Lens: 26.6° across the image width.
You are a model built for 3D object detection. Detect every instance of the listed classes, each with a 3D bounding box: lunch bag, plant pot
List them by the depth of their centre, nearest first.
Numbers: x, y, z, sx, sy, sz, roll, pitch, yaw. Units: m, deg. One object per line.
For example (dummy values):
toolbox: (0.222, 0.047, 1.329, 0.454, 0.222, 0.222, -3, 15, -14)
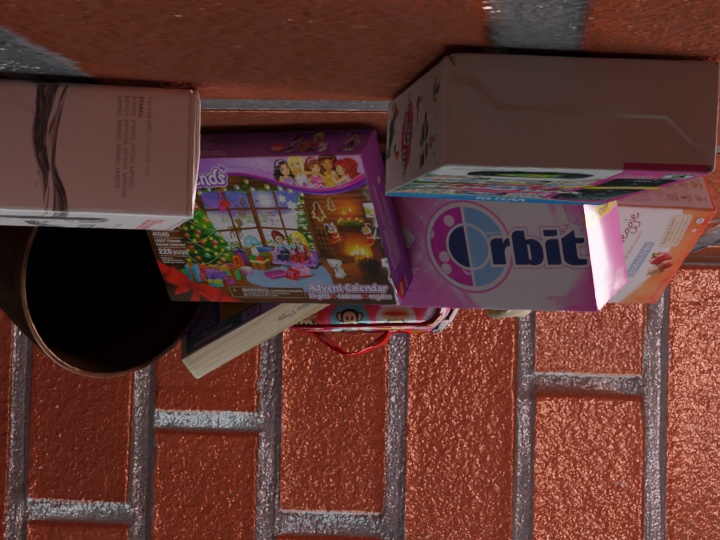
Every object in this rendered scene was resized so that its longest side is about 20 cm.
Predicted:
plant pot: (-0.256, -0.026, 1.295, 0.187, 0.187, 0.200, 3, -168, -44)
lunch bag: (0.000, 0.000, 1.564, 0.200, 0.176, 0.082, 1, 178, 17)

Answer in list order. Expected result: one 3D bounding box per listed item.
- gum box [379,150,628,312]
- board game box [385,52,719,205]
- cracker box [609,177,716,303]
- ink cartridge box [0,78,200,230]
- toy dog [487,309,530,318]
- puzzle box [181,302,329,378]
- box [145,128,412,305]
gum box: (0.094, -0.034, 1.164, 0.200, 0.114, 0.066, 0, -159, 32)
board game box: (0.100, -0.077, 0.873, 0.147, 0.064, 0.200, 2, 179, -7)
cracker box: (0.178, -0.033, 1.283, 0.200, 0.058, 0.134, 2, 143, -15)
ink cartridge box: (-0.208, -0.071, 0.961, 0.200, 0.085, 0.146, 0, 179, -12)
toy dog: (0.168, -0.028, 1.680, 0.200, 0.140, 0.194, 3, 142, -1)
puzzle box: (-0.065, 0.004, 1.304, 0.200, 0.025, 0.133, -29, -152, 11)
box: (-0.071, -0.039, 1.160, 0.200, 0.137, 0.039, 0, -144, 23)
